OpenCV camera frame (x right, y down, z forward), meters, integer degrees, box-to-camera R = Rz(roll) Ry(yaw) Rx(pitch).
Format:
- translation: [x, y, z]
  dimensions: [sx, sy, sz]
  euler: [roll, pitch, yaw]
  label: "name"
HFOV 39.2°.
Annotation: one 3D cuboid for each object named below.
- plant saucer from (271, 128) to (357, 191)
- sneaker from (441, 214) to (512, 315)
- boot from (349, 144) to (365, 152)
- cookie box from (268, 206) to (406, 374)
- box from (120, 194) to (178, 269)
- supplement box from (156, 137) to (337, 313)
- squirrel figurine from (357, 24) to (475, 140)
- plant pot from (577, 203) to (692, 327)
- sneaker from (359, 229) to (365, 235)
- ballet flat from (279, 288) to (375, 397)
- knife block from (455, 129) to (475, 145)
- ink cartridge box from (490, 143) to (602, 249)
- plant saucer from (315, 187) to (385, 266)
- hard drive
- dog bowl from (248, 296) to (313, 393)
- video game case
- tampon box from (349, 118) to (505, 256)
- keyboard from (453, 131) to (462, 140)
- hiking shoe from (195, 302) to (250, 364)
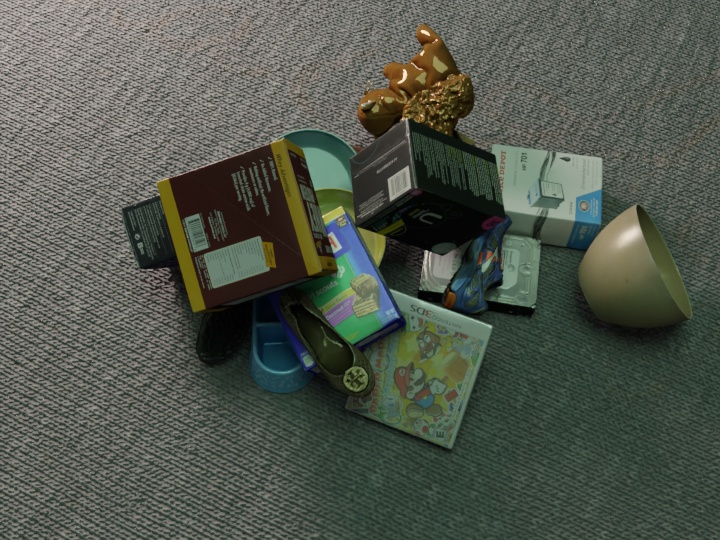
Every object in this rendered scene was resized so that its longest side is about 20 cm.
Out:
- translation: [-0.087, -0.139, 1.729]
  dimensions: [0.197, 0.036, 0.203]
  euler: [1, 84, -6]
  label: "plant saucer"
- translation: [0.204, -0.006, 1.665]
  dimensions: [0.078, 0.075, 0.201]
  euler: [30, 67, 0]
  label: "sneaker"
- translation: [-0.023, -0.157, 1.793]
  dimensions: [0.198, 0.064, 0.188]
  euler: [17, 62, 3]
  label: "boot"
- translation: [-0.050, 0.031, 1.566]
  dimensions: [0.170, 0.075, 0.201]
  euler: [-29, 75, 3]
  label: "cookie box"
- translation: [-0.261, -0.081, 1.639]
  dimensions: [0.198, 0.148, 0.105]
  euler: [-18, 89, 10]
  label: "box"
- translation: [-0.161, -0.063, 1.482]
  dimensions: [0.198, 0.133, 0.199]
  euler: [-17, 87, 8]
  label: "supplement box"
- translation: [0.091, -0.291, 1.746]
  dimensions: [0.185, 0.142, 0.200]
  euler: [-30, 48, -8]
  label: "squirrel figurine"
- translation: [0.434, 0.013, 1.646]
  dimensions: [0.134, 0.200, 0.202]
  euler: [-27, 56, 24]
  label: "plant pot"
- translation: [0.000, 0.000, 1.697]
  dimensions: [0.087, 0.074, 0.201]
  euler: [27, 72, 2]
  label: "sneaker"
- translation: [-0.053, 0.105, 1.490]
  dimensions: [0.067, 0.046, 0.201]
  euler: [-39, 78, 2]
  label: "ballet flat"
- translation: [0.117, -0.181, 1.805]
  dimensions: [0.199, 0.064, 0.176]
  euler: [34, 63, 18]
  label: "knife block"
- translation: [0.316, -0.129, 1.769]
  dimensions: [0.197, 0.086, 0.148]
  euler: [8, 59, 1]
  label: "ink cartridge box"
- translation: [-0.055, -0.039, 1.656]
  dimensions: [0.197, 0.031, 0.202]
  euler: [-4, 66, 8]
  label: "plant saucer"
- translation: [0.203, -0.003, 1.717]
  dimensions: [0.198, 0.038, 0.141]
  euler: [10, 59, 3]
  label: "hard drive"
- translation: [-0.128, 0.096, 1.638]
  dimensions: [0.110, 0.050, 0.202]
  euler: [-2, 59, -3]
  label: "dog bowl"
- translation: [0.091, 0.151, 1.576]
  dimensions: [0.180, 0.023, 0.202]
  euler: [19, 88, 11]
  label: "video game case"
- translation: [0.106, -0.127, 1.611]
  dimensions: [0.199, 0.149, 0.128]
  euler: [16, 58, -37]
  label: "tampon box"
- translation: [0.091, -0.187, 1.760]
  dimensions: [0.198, 0.021, 0.128]
  euler: [-25, 61, -10]
  label: "keyboard"
- translation: [-0.218, 0.056, 1.651]
  dimensions: [0.075, 0.101, 0.202]
  euler: [23, 82, -20]
  label: "hiking shoe"
